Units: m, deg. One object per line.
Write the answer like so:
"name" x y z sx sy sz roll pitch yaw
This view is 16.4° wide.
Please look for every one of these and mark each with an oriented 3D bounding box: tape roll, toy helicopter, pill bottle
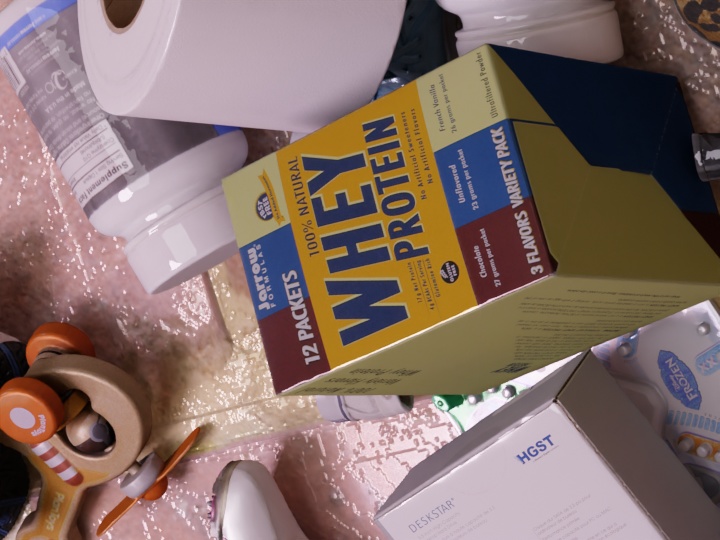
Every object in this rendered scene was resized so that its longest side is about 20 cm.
"tape roll" -0.073 -0.185 1.469 0.203 0.139 0.203 -175 90 -66
"toy helicopter" -0.191 0.139 1.719 0.132 0.079 0.200 22 129 2
"pill bottle" -0.143 -0.093 1.593 0.114 0.114 0.200 -33 86 32
"pill bottle" 0.088 -0.212 1.440 0.114 0.114 0.200 -7 99 31

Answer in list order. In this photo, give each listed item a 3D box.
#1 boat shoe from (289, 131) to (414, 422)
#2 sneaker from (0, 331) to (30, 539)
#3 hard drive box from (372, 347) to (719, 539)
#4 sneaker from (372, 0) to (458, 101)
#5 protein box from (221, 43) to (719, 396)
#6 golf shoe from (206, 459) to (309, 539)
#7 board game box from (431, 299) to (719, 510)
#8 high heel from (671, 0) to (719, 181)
"boat shoe" 0.000 0.000 1.575 0.070 0.071 0.200 -3 103 19
"sneaker" -0.280 0.124 1.771 0.077 0.076 0.200 37 117 39
"hard drive box" 0.133 0.174 1.496 0.156 0.077 0.200 -36 96 32
"sneaker" 0.017 -0.146 1.516 0.074 0.082 0.200 6 106 29
"protein box" 0.069 -0.022 1.429 0.200 0.198 0.135 -25 73 35
"golf shoe" -0.036 0.212 1.649 0.092 0.073 0.200 -13 106 25
"board game box" 0.153 0.096 1.534 0.200 0.026 0.200 -35 85 31
"high heel" 0.248 -0.152 1.398 0.142 0.071 0.200 -6 100 22
